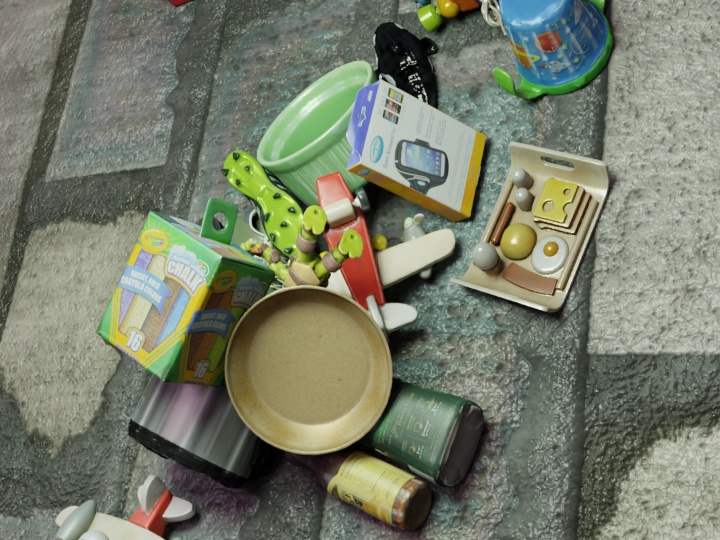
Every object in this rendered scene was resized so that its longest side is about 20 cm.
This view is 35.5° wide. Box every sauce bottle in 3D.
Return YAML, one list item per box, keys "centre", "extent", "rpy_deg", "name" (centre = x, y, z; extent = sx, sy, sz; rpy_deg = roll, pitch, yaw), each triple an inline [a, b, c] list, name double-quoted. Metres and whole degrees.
- centre: [-0.007, 0.251, 1.365]
  extent: [0.198, 0.066, 0.067]
  rpy_deg: [19, 77, 38]
  name: "sauce bottle"

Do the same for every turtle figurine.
- centre: [-0.055, 0.008, 1.347]
  extent: [0.200, 0.064, 0.162]
  rpy_deg: [44, 132, 7]
  name: "turtle figurine"

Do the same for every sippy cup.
- centre: [0.243, -0.320, 1.451]
  extent: [0.137, 0.130, 0.181]
  rpy_deg: [-5, 64, 28]
  name: "sippy cup"

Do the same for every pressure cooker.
- centre: [-0.185, 0.156, 1.444]
  extent: [0.174, 0.178, 0.203]
  rpy_deg: [17, 77, 38]
  name: "pressure cooker"

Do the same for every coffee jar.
- centre: [0.044, 0.178, 1.354]
  extent: [0.198, 0.085, 0.106]
  rpy_deg: [19, 85, 35]
  name: "coffee jar"

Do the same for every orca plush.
- centre: [0.052, -0.285, 1.585]
  extent: [0.104, 0.071, 0.203]
  rpy_deg: [-18, 59, 22]
  name: "orca plush"

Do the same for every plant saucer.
- centre: [-0.059, 0.113, 1.317]
  extent: [0.196, 0.035, 0.204]
  rpy_deg: [1, 102, 4]
  name: "plant saucer"

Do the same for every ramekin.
- centre: [-0.036, -0.180, 1.530]
  extent: [0.198, 0.098, 0.201]
  rpy_deg: [-32, 27, 19]
  name: "ramekin"

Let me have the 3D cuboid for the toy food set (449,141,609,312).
- centre: [0.208, -0.056, 1.387]
  extent: [0.142, 0.060, 0.203]
  rpy_deg: [16, 77, 36]
  name: "toy food set"

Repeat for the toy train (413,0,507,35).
- centre: [0.130, -0.375, 1.582]
  extent: [0.115, 0.084, 0.203]
  rpy_deg: [-32, 54, 26]
  name: "toy train"

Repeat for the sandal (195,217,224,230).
- centre: [-0.214, 0.000, 1.619]
  extent: [0.075, 0.048, 0.202]
  rpy_deg: [-35, 53, 11]
  name: "sandal"

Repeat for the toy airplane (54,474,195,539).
- centre: [-0.303, 0.355, 1.440]
  extent: [0.198, 0.141, 0.201]
  rpy_deg: [-32, 54, 14]
  name: "toy airplane"

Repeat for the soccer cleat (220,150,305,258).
- centre: [-0.115, -0.091, 1.555]
  extent: [0.068, 0.081, 0.201]
  rpy_deg: [-46, 66, 16]
  name: "soccer cleat"

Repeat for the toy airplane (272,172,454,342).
- centre: [0.000, 0.000, 1.446]
  extent: [0.197, 0.141, 0.202]
  rpy_deg: [24, 89, -2]
  name: "toy airplane"

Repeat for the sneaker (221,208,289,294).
- centre: [-0.132, -0.011, 1.562]
  extent: [0.089, 0.067, 0.202]
  rpy_deg: [-39, 51, 13]
  name: "sneaker"

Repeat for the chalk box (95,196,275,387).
- centre: [-0.191, 0.016, 1.305]
  extent: [0.123, 0.124, 0.202]
  rpy_deg: [30, 97, 29]
  name: "chalk box"

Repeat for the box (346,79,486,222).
- centre: [0.065, -0.156, 1.441]
  extent: [0.041, 0.198, 0.121]
  rpy_deg: [-21, 51, 59]
  name: "box"

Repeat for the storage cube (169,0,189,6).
- centre: [-0.282, -0.579, 1.862]
  extent: [0.168, 0.180, 0.203]
  rpy_deg: [-10, 61, 26]
  name: "storage cube"
